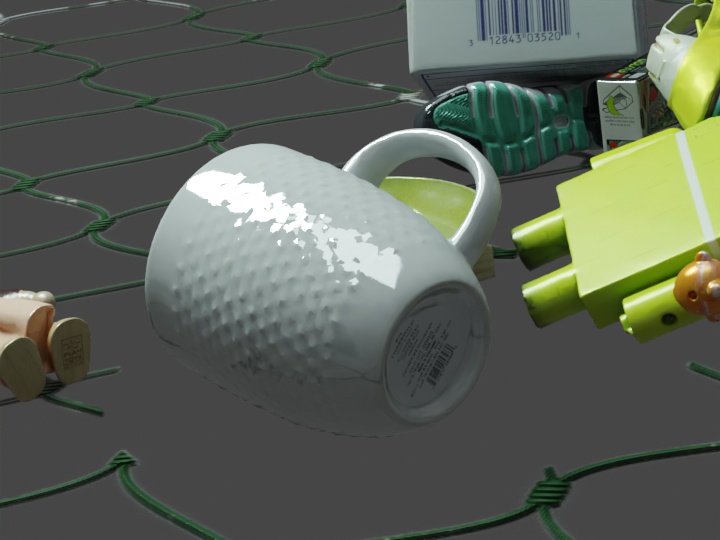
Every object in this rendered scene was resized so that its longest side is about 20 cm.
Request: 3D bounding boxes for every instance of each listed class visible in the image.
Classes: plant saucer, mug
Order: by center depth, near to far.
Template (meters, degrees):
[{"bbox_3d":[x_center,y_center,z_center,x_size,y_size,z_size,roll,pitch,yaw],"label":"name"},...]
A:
[{"bbox_3d":[0.000,0.000,1.381,0.175,0.148,0.200,25,71,43],"label":"mug"},{"bbox_3d":[-0.012,-0.020,1.598,0.199,0.031,0.200,-6,18,2],"label":"plant saucer"}]

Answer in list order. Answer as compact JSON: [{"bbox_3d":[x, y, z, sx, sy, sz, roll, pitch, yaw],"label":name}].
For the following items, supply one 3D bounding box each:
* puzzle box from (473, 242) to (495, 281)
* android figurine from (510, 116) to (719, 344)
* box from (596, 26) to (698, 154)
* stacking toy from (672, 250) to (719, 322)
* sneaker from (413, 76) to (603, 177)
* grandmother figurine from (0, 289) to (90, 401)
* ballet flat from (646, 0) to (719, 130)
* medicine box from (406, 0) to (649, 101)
[{"bbox_3d":[-0.023,-0.001,1.634,0.199,0.026,0.133,-14,19,-19],"label":"puzzle box"},{"bbox_3d":[0.195,-0.031,1.506,0.199,0.041,0.182,-23,35,11],"label":"android figurine"},{"bbox_3d":[0.242,-0.113,1.737,0.035,0.111,0.200,5,21,35],"label":"box"},{"bbox_3d":[0.281,0.003,1.386,0.199,0.116,0.110,-7,19,22],"label":"stacking toy"},{"bbox_3d":[0.124,-0.112,1.873,0.199,0.075,0.087,-5,2,-24],"label":"sneaker"},{"bbox_3d":[-0.259,0.034,1.573,0.121,0.061,0.200,-11,19,-41],"label":"grandmother figurine"},{"bbox_3d":[0.236,-0.148,1.645,0.067,0.067,0.200,22,33,10],"label":"ballet flat"},{"bbox_3d":[0.141,-0.196,1.931,0.181,0.103,0.200,-4,-7,9],"label":"medicine box"}]
